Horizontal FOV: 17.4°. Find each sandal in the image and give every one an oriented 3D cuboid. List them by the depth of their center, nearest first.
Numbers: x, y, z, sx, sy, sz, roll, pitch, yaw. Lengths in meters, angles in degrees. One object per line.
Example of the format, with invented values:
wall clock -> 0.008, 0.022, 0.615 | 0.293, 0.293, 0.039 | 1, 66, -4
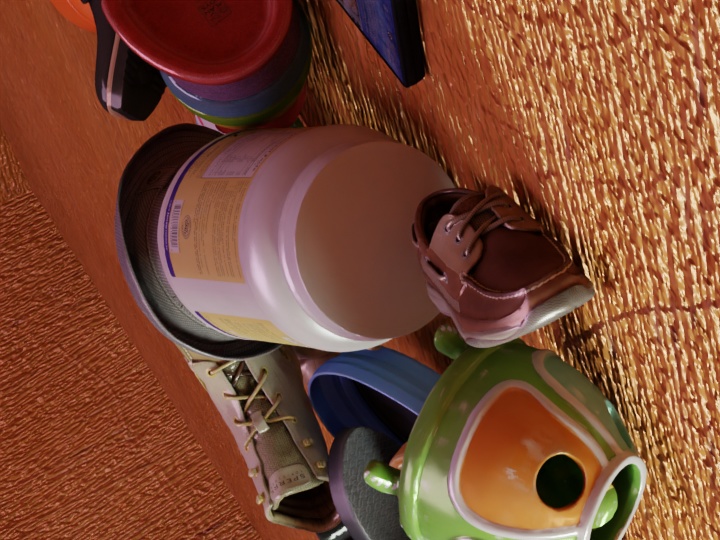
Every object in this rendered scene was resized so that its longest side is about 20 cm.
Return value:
sandal -> 0.023, 0.190, 1.719 | 0.043, 0.076, 0.200 | 0, 140, 36

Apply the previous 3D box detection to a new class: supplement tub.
supplement tub -> -0.032, -0.022, 1.529 | 0.200, 0.145, 0.146 | 4, 125, 62

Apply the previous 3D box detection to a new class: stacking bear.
stacking bear -> -0.084, -0.148, 1.608 | 0.114, 0.121, 0.200 | 53, 177, 16

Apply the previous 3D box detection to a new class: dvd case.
dvd case -> -0.026, -0.215, 1.371 | 0.200, 0.018, 0.143 | 54, 168, 27

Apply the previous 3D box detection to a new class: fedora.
fedora -> -0.082, -0.033, 1.684 | 0.090, 0.200, 0.177 | -28, 102, 42

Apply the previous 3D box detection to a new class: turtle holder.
turtle holder -> 0.097, 0.125, 1.397 | 0.131, 0.141, 0.186 | 23, 149, 24

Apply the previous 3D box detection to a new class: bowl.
bowl -> 0.051, 0.127, 1.716 | 0.200, 0.039, 0.201 | 34, 159, 15

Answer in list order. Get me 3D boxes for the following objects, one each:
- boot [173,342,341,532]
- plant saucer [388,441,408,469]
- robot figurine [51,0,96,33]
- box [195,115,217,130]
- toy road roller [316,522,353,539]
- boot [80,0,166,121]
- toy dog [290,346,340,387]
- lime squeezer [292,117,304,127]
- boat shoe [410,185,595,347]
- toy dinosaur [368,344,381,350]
boot -> -0.078, 0.100, 1.746 | 0.200, 0.072, 0.155 | 51, -166, -54
plant saucer -> 0.108, 0.181, 1.629 | 0.200, 0.032, 0.200 | 33, 158, 15
robot figurine -> -0.179, -0.235, 1.782 | 0.200, 0.116, 0.144 | -159, 51, -75
box -> -0.083, -0.073, 1.975 | 0.156, 0.041, 0.200 | 56, 168, 16
toy road roller -> 0.053, 0.236, 1.983 | 0.200, 0.123, 0.146 | 56, -176, 20
boot -> -0.196, -0.205, 1.645 | 0.077, 0.138, 0.201 | 40, -125, -66
toy dog -> -0.020, 0.027, 1.849 | 0.132, 0.096, 0.200 | 51, 161, -26
lime squeezer -> -0.089, -0.139, 1.772 | 0.200, 0.071, 0.038 | 32, 135, -11
boat shoe -> 0.071, -0.008, 1.337 | 0.072, 0.076, 0.200 | 64, 167, -14
toy dinosaur -> 0.000, 0.000, 1.653 | 0.200, 0.058, 0.102 | -144, 69, -72
